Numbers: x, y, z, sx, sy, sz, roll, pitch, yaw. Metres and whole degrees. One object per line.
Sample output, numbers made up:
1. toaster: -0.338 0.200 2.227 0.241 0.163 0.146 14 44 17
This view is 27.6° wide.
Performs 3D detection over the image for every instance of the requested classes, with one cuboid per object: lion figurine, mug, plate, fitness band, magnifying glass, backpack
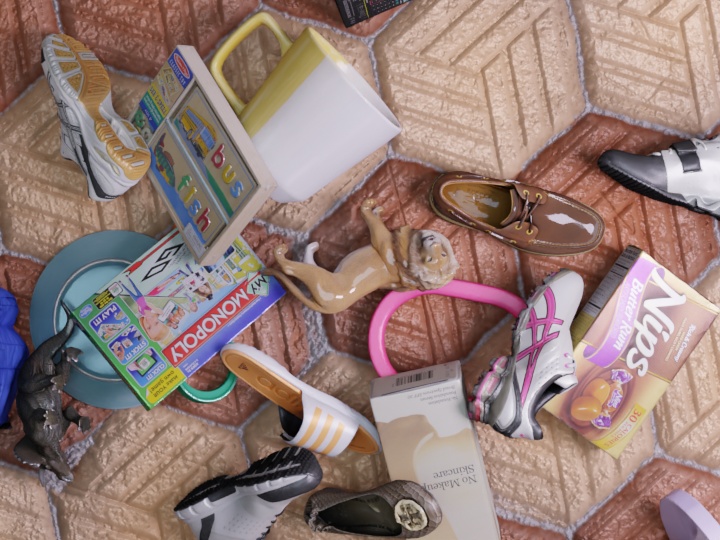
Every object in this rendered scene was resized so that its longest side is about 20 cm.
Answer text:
1. lion figurine: 0.000 0.000 1.590 0.199 0.072 0.123 -29 71 3
2. mug: -0.068 -0.167 1.588 0.153 0.149 0.187 -43 55 10
3. plate: -0.275 0.055 1.639 0.198 0.026 0.202 0 90 3
4. fitness band: 0.106 0.083 1.618 0.198 0.037 0.145 10 90 1
5. magnifying glass: -0.182 0.047 1.626 0.079 0.022 0.202 -6 82 -25
6. backpack: -0.454 0.084 1.559 0.161 0.200 0.170 12 91 3

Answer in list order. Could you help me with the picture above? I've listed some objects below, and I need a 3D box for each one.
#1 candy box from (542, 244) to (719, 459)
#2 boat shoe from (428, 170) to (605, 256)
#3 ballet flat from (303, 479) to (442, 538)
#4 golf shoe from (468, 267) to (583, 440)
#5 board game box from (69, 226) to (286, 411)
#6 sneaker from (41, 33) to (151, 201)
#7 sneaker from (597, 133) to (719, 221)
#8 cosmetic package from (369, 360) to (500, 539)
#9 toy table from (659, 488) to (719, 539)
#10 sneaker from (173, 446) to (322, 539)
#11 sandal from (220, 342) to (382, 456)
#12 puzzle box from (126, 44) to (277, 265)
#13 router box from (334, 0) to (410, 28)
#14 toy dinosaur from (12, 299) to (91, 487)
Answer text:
1. candy box: 0.285 0.088 1.591 0.116 0.056 0.201 35 93 -12
2. boat shoe: 0.171 -0.061 1.599 0.198 0.068 0.073 15 91 2
3. ballet flat: 0.007 0.259 1.557 0.046 0.199 0.068 -27 103 -42
4. golf shoe: 0.195 0.091 1.543 0.091 0.073 0.201 24 68 21
5. board game box: -0.197 0.037 1.596 0.200 0.029 0.135 -41 93 -19
6. sneaker: -0.311 -0.166 1.615 0.088 0.075 0.201 -42 68 36
7. sneaker: 0.356 -0.112 1.592 0.198 0.074 0.089 17 91 -8
8. cosmetic package: 0.081 0.209 1.578 0.104 0.071 0.202 -14 102 7
9. toy table: 0.344 0.348 1.548 0.116 0.184 0.201 -29 76 -14
10. sneaker: -0.110 0.252 1.589 0.199 0.074 0.080 -26 100 36
11. sandal: -0.074 0.157 1.589 0.206 0.079 0.060 33 60 -7
12. puzzle box: -0.175 -0.123 1.568 0.133 0.025 0.201 -48 63 32
13. router box: 0.034 -0.332 1.536 0.149 0.200 0.063 -22 84 2
14. toy dinosaur: -0.346 0.136 1.598 0.102 0.077 0.202 -12 85 41
